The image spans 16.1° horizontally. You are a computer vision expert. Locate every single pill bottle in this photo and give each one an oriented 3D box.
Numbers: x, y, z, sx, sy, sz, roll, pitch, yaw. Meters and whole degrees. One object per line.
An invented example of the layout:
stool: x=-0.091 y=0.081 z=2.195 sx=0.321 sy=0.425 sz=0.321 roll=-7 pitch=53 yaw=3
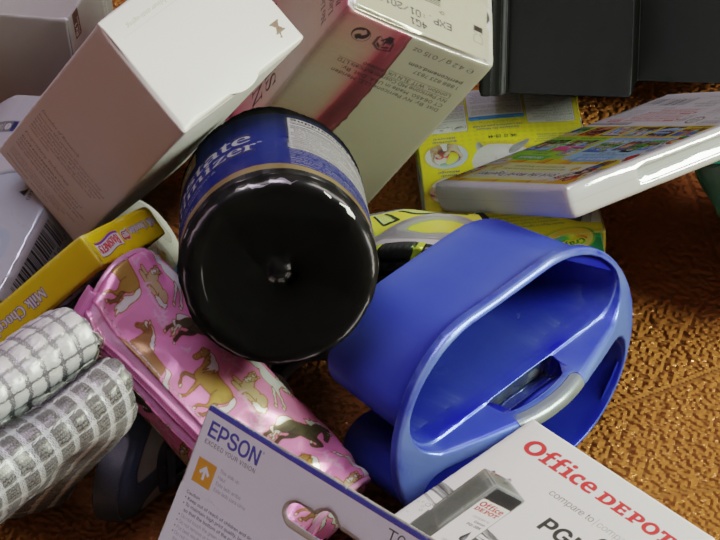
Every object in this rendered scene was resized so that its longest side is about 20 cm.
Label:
pill bottle: x=-0.050 y=-0.029 z=1.473 sx=0.111 sy=0.112 sz=0.200 roll=-7 pitch=18 yaw=-2

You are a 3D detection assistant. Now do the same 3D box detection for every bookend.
bookend: x=0.189 y=-0.173 z=1.726 sx=0.198 sy=0.093 sz=0.200 roll=3 pitch=12 yaw=9

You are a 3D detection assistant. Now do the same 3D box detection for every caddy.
caddy: x=0.076 y=0.060 z=1.471 sx=0.200 sy=0.142 sz=0.105 roll=-35 pitch=43 yaw=-31

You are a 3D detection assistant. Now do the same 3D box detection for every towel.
towel: x=-0.220 y=0.116 z=1.414 sx=0.165 sy=0.200 sz=0.086 roll=-39 pitch=88 yaw=-27

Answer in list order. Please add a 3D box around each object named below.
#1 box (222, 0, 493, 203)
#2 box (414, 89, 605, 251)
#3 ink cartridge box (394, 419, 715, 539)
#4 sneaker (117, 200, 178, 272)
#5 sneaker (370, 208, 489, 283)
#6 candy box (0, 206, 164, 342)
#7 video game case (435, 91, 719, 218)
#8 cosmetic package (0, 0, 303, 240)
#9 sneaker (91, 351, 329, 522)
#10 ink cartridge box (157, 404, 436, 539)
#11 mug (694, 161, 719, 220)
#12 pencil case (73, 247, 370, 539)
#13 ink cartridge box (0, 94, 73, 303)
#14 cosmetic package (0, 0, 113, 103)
box: x=-0.011 y=-0.140 z=1.651 sx=0.109 sy=0.200 sz=0.128 roll=20 pitch=48 yaw=-24
box: x=0.098 y=-0.048 z=1.682 sx=0.117 sy=0.049 sz=0.200 roll=-5 pitch=36 yaw=1
ink cartridge box: x=0.073 y=0.186 z=1.357 sx=0.200 sy=0.083 sz=0.147 roll=-32 pitch=45 yaw=-30
sneaker: x=-0.148 y=0.007 z=1.615 sx=0.076 sy=0.081 sz=0.200 roll=-10 pitch=37 yaw=-2
sneaker: x=0.000 y=0.000 z=1.598 sx=0.199 sy=0.076 sz=0.076 roll=2 pitch=28 yaw=36
candy box: x=-0.209 y=0.037 z=1.506 sx=0.200 sy=0.026 sz=0.102 roll=-39 pitch=1 yaw=20
video game case: x=0.163 y=-0.073 z=1.573 sx=0.181 sy=0.023 sz=0.200 roll=-21 pitch=10 yaw=-19
cosmetic package: x=-0.129 y=-0.104 z=1.531 sx=0.085 sy=0.200 sz=0.108 roll=50 pitch=58 yaw=0
sneaker: x=-0.086 y=0.081 z=1.524 sx=0.082 sy=0.070 sz=0.200 roll=21 pitch=51 yaw=17
ink cartridge box: x=-0.034 y=0.198 z=1.282 sx=0.196 sy=0.201 sz=0.043 roll=29 pitch=10 yaw=36
mug: x=0.299 y=-0.055 z=1.598 sx=0.151 sy=0.115 sz=0.185 roll=-26 pitch=12 yaw=7
pencil case: x=-0.083 y=0.081 z=1.447 sx=0.200 sy=0.083 sz=0.086 roll=45 pitch=65 yaw=5
ink cartridge box: x=-0.269 y=-0.043 z=1.660 sx=0.199 sy=0.047 sz=0.161 roll=6 pitch=57 yaw=30
cosmetic package: x=-0.278 y=-0.167 z=1.832 sx=0.199 sy=0.107 sz=0.090 roll=6 pitch=39 yaw=12
